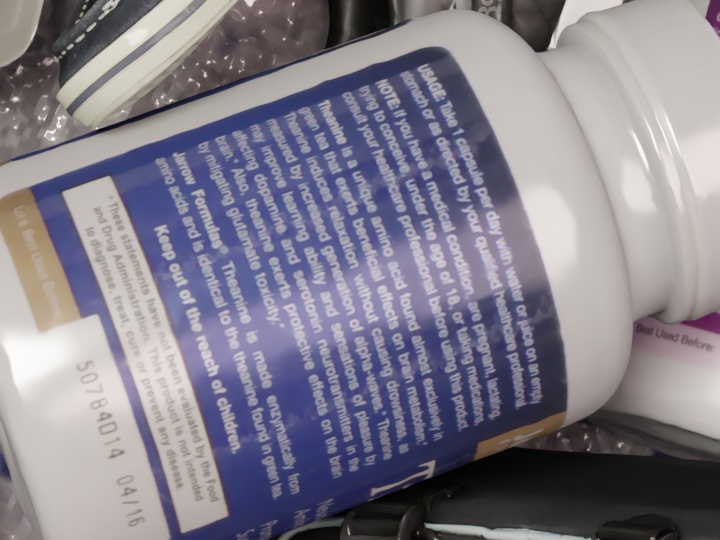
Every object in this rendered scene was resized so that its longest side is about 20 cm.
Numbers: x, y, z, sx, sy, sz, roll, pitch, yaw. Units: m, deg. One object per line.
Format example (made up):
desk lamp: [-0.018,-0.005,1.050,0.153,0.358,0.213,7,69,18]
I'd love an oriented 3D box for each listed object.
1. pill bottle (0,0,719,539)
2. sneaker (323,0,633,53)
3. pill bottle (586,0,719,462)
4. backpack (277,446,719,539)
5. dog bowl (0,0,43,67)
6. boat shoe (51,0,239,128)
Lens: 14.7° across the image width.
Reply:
pill bottle: [0.000,0.000,0.706,0.199,0.111,0.111,-20,103,-10]
sneaker: [0.034,-0.109,0.782,0.087,0.076,0.201,17,85,-24]
pill bottle: [0.139,-0.039,0.821,0.112,0.112,0.201,22,83,-29]
backpack: [0.072,0.150,0.758,0.150,0.177,0.201,-15,104,-59]
dog bowl: [-0.176,-0.089,0.670,0.199,0.059,0.201,-3,95,-30]
boat shoe: [-0.041,-0.119,0.719,0.062,0.075,0.200,35,55,-17]
